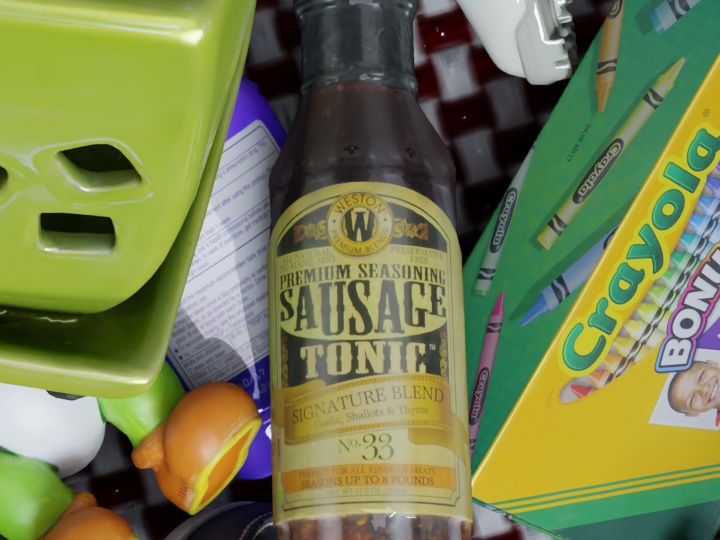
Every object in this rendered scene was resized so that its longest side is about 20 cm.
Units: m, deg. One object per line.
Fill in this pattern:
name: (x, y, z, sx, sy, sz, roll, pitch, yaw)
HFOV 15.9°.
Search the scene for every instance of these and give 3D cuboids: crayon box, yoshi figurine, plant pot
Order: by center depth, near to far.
plant pot: (-0.120, -0.083, 0.705, 0.199, 0.200, 0.182, 9, 139, 2)
yoshi figurine: (-0.130, 0.009, 0.823, 0.200, 0.112, 0.112, 43, 120, 10)
crayon box: (0.106, -0.003, 0.875, 0.119, 0.058, 0.200, 27, 95, -40)

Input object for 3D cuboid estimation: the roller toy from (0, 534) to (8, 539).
roller toy: (-0.167, 0.171, 0.849, 0.200, 0.140, 0.183, -33, 100, -1)

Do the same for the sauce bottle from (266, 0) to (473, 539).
sauce bottle: (0.000, 0.000, 0.823, 0.066, 0.066, 0.200, -3, 77, -7)

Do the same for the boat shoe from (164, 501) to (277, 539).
boat shoe: (-0.038, 0.128, 0.829, 0.063, 0.200, 0.073, -13, 104, 21)

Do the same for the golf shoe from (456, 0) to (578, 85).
golf shoe: (0.005, -0.145, 0.870, 0.097, 0.078, 0.200, -24, 94, 13)

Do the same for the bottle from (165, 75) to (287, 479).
bottle: (-0.063, -0.029, 0.871, 0.084, 0.065, 0.200, -34, 100, -8)
